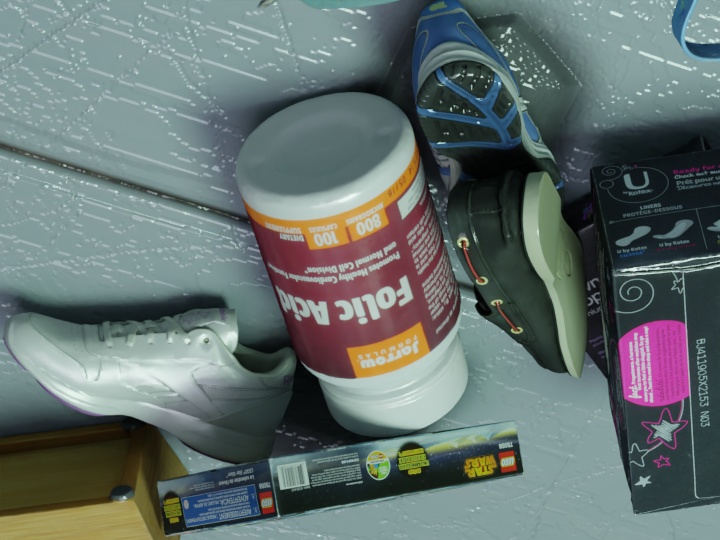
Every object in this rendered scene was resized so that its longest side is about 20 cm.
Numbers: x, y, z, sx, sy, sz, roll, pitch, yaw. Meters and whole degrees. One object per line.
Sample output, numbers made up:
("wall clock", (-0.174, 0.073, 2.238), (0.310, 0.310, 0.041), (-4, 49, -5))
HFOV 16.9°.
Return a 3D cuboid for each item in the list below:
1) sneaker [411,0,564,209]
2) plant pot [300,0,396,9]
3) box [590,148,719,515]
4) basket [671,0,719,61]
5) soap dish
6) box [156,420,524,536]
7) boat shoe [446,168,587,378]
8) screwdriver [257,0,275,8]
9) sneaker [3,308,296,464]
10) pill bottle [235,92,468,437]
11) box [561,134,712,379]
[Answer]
("sneaker", (0.077, -0.087, 1.487), (0.075, 0.077, 0.200), (-14, 145, 4))
("plant pot", (-0.003, -0.257, 1.285), (0.195, 0.197, 0.200), (30, 130, -23))
("box", (0.219, 0.035, 1.514), (0.131, 0.115, 0.201), (-8, 128, 2))
("basket", (0.286, -0.195, 1.367), (0.199, 0.139, 0.177), (2, 129, -17))
("soap dish", (-0.219, 0.168, 1.622), (0.199, 0.157, 0.082), (-7, 111, 3))
("box", (-0.013, 0.135, 1.572), (0.199, 0.040, 0.137), (-6, 174, -36))
("boat shoe", (0.102, 0.004, 1.501), (0.063, 0.074, 0.202), (-2, 150, 17))
("screwdriver", (0.019, -0.209, 1.417), (0.199, 0.028, 0.029), (-26, 94, 17))
("sneaker", (-0.136, 0.054, 1.596), (0.199, 0.075, 0.100), (20, 107, -19))
("pill bottle", (0.000, 0.000, 1.519), (0.113, 0.114, 0.201), (-13, 127, 7))
("box", (0.211, 0.019, 1.593), (0.142, 0.036, 0.200), (-29, 122, 18))
